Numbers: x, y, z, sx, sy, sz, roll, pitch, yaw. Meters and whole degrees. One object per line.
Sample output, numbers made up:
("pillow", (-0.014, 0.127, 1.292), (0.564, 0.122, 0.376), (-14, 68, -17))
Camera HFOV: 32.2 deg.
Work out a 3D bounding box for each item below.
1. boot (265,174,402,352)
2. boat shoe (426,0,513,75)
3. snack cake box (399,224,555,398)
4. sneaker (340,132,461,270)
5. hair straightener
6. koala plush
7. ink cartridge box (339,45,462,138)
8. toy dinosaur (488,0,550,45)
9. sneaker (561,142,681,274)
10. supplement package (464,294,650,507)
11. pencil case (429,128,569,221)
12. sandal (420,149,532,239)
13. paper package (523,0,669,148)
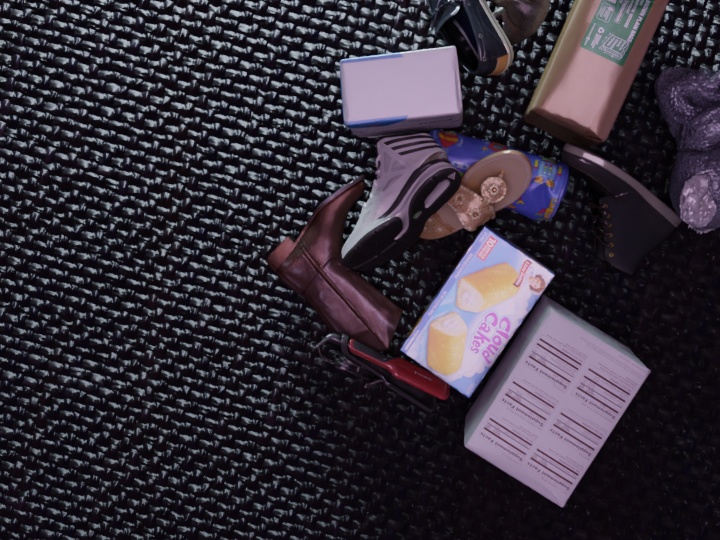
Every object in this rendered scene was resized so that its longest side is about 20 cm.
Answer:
("boot", (0.000, 0.000, 1.662), (0.200, 0.064, 0.186), (46, 106, 2))
("boat shoe", (0.120, -0.334, 1.605), (0.062, 0.075, 0.201), (-26, 79, -33))
("snack cake box", (0.155, 0.053, 1.651), (0.115, 0.067, 0.201), (34, 97, 2))
("sneaker", (0.037, -0.096, 1.602), (0.200, 0.075, 0.116), (-44, 51, 24))
("hair straightener", (0.017, 0.141, 1.664), (0.199, 0.041, 0.077), (23, 135, -15))
("koala plush", (0.445, -0.144, 1.570), (0.183, 0.177, 0.201), (14, 96, 15))
("ink cartridge box", (0.055, -0.221, 1.572), (0.144, 0.200, 0.085), (-6, 90, 5))
("toy dinosaur", (0.207, -0.355, 1.610), (0.102, 0.077, 0.201), (20, 92, 16))
("sneaker", (0.315, -0.076, 1.598), (0.200, 0.075, 0.106), (33, 99, -23))
("supplement package", (0.245, 0.160, 1.590), (0.147, 0.191, 0.201), (32, 97, 2))
("pencil case", (0.171, -0.123, 1.630), (0.199, 0.078, 0.087), (14, 111, 3))
("sandal", (0.137, -0.073, 1.585), (0.077, 0.070, 0.211), (35, 140, -23))
("paper package", (0.291, -0.263, 1.553), (0.103, 0.191, 0.201), (24, 95, 2))
